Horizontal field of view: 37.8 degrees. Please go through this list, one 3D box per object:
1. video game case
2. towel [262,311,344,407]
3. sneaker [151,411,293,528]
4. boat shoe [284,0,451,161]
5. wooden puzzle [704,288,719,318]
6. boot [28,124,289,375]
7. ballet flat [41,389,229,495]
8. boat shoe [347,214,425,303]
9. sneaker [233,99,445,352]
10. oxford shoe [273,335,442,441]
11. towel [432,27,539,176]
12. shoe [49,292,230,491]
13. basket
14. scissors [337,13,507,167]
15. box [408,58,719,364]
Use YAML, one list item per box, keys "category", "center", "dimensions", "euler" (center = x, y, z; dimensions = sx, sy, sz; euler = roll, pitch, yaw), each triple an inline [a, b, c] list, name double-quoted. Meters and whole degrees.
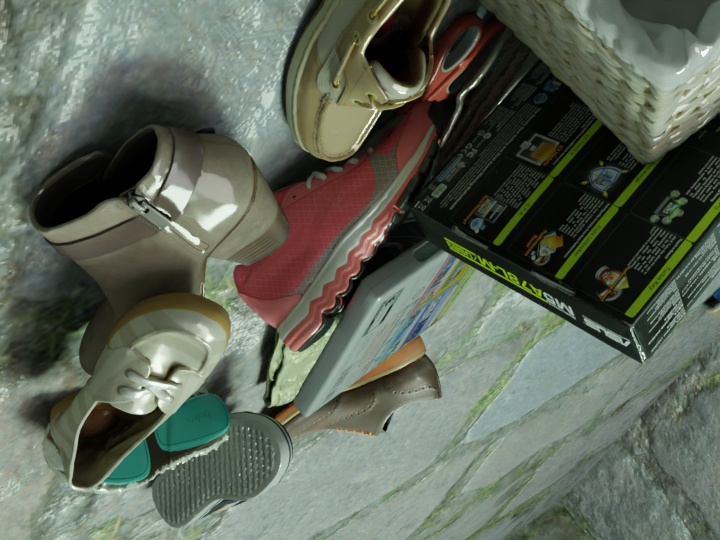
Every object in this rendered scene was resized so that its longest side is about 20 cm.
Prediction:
- category: "video game case"
  center: [0.040, 0.023, 0.837]
  dimensions: [0.181, 0.022, 0.201]
  euler: [-33, 164, -33]
- category: "towel"
  center: [-0.004, 0.049, 0.983]
  dimensions: [0.199, 0.037, 0.149]
  euler: [-29, 157, -26]
- category: "sneaker"
  center: [-0.114, 0.174, 0.969]
  dimensions: [0.079, 0.079, 0.199]
  euler: [-20, 170, -47]
- category: "boat shoe"
  center: [0.010, -0.129, 0.621]
  dimensions: [0.073, 0.069, 0.201]
  euler: [-25, 153, -33]
- category: "wooden puzzle"
  center: [0.850, 0.029, 2.323]
  dimensions: [0.200, 0.047, 0.185]
  euler: [-42, 158, 16]
- category: "boot"
  center: [-0.139, -0.011, 0.627]
  dimensions: [0.199, 0.071, 0.146]
  euler: [-39, 150, 15]
- category: "ballet flat"
  center: [-0.182, 0.140, 0.832]
  dimensions: [0.072, 0.072, 0.199]
  euler: [-49, 156, 22]
- category: "boat shoe"
  center: [0.000, 0.000, 0.853]
  dimensions: [0.199, 0.068, 0.072]
  euler: [-17, 149, -45]
- category: "sneaker"
  center: [-0.016, -0.046, 0.729]
  dimensions: [0.201, 0.086, 0.074]
  euler: [-55, 175, -2]
- category: "oxford shoe"
  center: [-0.012, 0.141, 1.049]
  dimensions: [0.198, 0.074, 0.071]
  euler: [-29, 179, 18]
- category: "towel"
  center: [0.130, -0.154, 0.804]
  dimensions: [0.201, 0.034, 0.132]
  euler: [-55, 163, 28]
- category: "shoe"
  center: [-0.139, 0.080, 0.655]
  dimensions: [0.069, 0.054, 0.200]
  euler: [19, 140, -28]
- category: "basket"
  center: [0.171, -0.199, 0.584]
  dimensions: [0.199, 0.199, 0.161]
  euler: [-39, 160, -2]
- category: "scissors"
  center: [0.032, -0.109, 0.770]
  dimensions: [0.200, 0.014, 0.073]
  euler: [-49, 159, 16]
- category: "box"
  center: [0.160, -0.066, 0.667]
  dimensions: [0.200, 0.192, 0.048]
  euler: [-48, 139, -12]
